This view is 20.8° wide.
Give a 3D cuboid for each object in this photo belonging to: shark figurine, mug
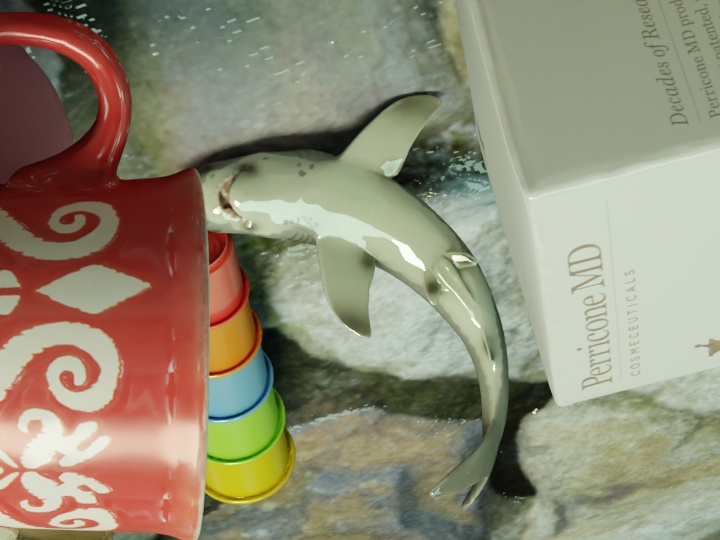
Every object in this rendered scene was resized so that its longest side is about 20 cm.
[{"bbox_3d":[0.022,0.005,0.952,0.128,0.215,0.089,-43,-173,-7],"label":"shark figurine"},{"bbox_3d":[-0.157,0.010,0.699,0.199,0.178,0.134,-1,161,-8],"label":"mug"}]

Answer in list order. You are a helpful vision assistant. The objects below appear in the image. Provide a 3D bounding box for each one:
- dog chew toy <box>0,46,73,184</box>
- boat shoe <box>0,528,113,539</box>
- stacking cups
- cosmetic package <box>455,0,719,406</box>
[{"bbox_3d":[-0.204,-0.066,0.756,0.124,0.125,0.200,-29,136,21],"label":"dog chew toy"},{"bbox_3d":[-0.209,0.118,1.052,0.199,0.072,0.064,19,135,-37],"label":"boat shoe"},{"bbox_3d":[-0.069,0.046,1.014,0.060,0.061,0.200,-10,144,-5],"label":"stacking cups"},{"bbox_3d":[0.153,-0.071,0.831,0.199,0.167,0.168,-14,146,1],"label":"cosmetic package"}]
